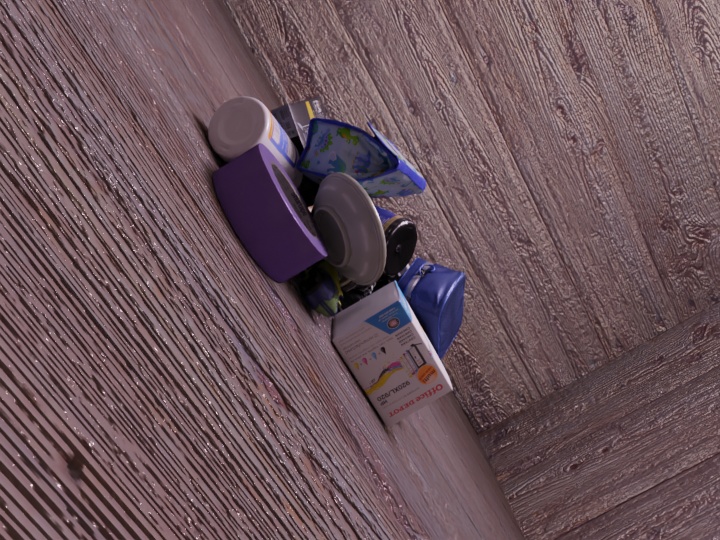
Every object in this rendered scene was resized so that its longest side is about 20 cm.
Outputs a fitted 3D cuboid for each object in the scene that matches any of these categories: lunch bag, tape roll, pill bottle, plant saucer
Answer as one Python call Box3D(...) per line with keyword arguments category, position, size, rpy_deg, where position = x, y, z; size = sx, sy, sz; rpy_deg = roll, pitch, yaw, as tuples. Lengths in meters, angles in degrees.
Box3D(category="lunch bag", position=(0.136, 0.073, 1.156), size=(0.131, 0.136, 0.202), rpy_deg=(18, -46, 26))
Box3D(category="tape roll", position=(-0.136, -0.088, 0.844), size=(0.201, 0.084, 0.200), rpy_deg=(60, 4, -8))
Box3D(category="pill bottle", position=(0.000, -0.076, 1.038), size=(0.199, 0.112, 0.112), rpy_deg=(27, -14, 32))
Box3D(category="pill bottle", position=(-0.175, -0.208, 0.966), size=(0.113, 0.111, 0.200), rpy_deg=(62, 5, 20))
Box3D(category="plant saucer", position=(-0.035, -0.063, 0.928), size=(0.200, 0.050, 0.202), rpy_deg=(39, -40, 42))
Box3D(category="lunch bag", position=(0.011, -0.197, 1.010), size=(0.198, 0.129, 0.170), rpy_deg=(20, 4, 23))

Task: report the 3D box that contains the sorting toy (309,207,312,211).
Box3D(category="sorting toy", position=(-0.131, -0.143, 1.162), size=(0.200, 0.106, 0.181), rpy_deg=(54, 15, -40))

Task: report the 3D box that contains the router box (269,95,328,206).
Box3D(category="router box", position=(-0.101, -0.250, 1.129), size=(0.157, 0.052, 0.202), rpy_deg=(-47, 121, -60))

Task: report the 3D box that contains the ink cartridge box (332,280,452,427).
Box3D(category="ink cartridge box", position=(0.058, 0.155, 1.033), size=(0.201, 0.146, 0.145), rpy_deg=(58, 6, -12))

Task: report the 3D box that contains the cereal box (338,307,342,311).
Box3D(category="cereal box", position=(-0.026, 0.072, 1.253), size=(0.201, 0.039, 0.144), rpy_deg=(62, 4, 26))

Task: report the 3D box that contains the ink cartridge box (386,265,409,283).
Box3D(category="ink cartridge box", position=(0.074, 0.000, 1.316), size=(0.201, 0.043, 0.198), rpy_deg=(61, -12, -29))

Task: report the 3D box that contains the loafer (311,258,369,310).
Box3D(category="loafer", position=(-0.043, 0.045, 1.136), size=(0.201, 0.071, 0.068), rpy_deg=(46, 26, 10))

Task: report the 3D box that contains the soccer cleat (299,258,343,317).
Box3D(category="soccer cleat", position=(-0.064, 0.028, 0.998), size=(0.084, 0.064, 0.200), rpy_deg=(54, 11, -12))

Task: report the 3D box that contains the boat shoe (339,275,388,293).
Box3D(category="boat shoe", position=(0.019, 0.012, 1.109), size=(0.063, 0.072, 0.200), rpy_deg=(59, 26, -2))

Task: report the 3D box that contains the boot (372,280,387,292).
Box3D(category="boot", position=(0.002, -0.001, 1.267), size=(0.159, 0.079, 0.211), rpy_deg=(60, 3, -8))
